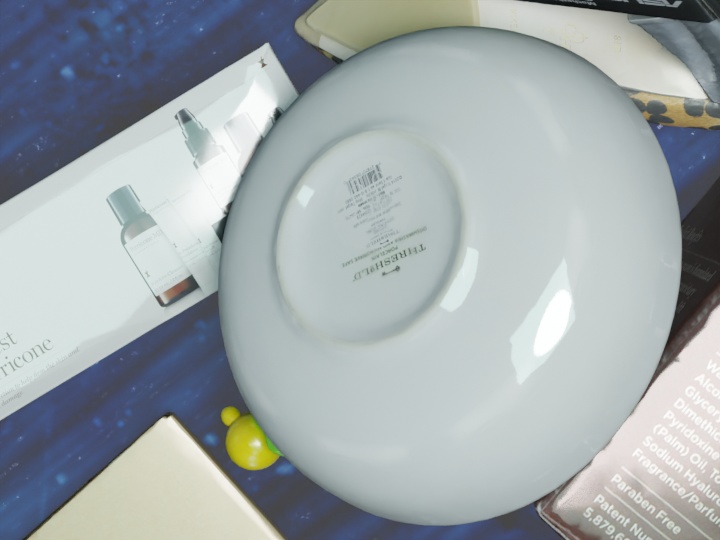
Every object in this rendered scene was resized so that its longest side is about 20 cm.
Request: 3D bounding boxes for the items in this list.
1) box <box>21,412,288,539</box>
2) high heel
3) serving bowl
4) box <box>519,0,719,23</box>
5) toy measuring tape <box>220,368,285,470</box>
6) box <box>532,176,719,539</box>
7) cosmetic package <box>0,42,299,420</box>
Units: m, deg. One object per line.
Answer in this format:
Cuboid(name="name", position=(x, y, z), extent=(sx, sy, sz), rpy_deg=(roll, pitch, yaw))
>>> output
Cuboid(name="box", position=(-0.080, 0.190, 0.999), extent=(0.163, 0.021, 0.200), rpy_deg=(-41, 95, 2))
Cuboid(name="high heel", position=(0.083, -0.090, 0.970), extent=(0.200, 0.143, 0.071), rpy_deg=(1, 75, 32))
Cuboid(name="serving bowl", position=(0.020, -0.006, 0.860), extent=(0.200, 0.066, 0.200), rpy_deg=(-10, 71, 31))
Cuboid(name="box", position=(0.067, -0.190, 0.895), extent=(0.200, 0.044, 0.160), rpy_deg=(11, 79, 30))
Cuboid(name="toy measuring tape", position=(0.000, 0.000, 0.956), extent=(0.074, 0.074, 0.200), rpy_deg=(35, 100, -4))
Cuboid(name="box", position=(0.185, 0.061, 0.922), extent=(0.164, 0.166, 0.200), rpy_deg=(40, 93, -4))
Cuboid(name="cosmetic package", position=(-0.105, -0.014, 0.967), extent=(0.200, 0.051, 0.083), rpy_deg=(-32, 94, 1))
